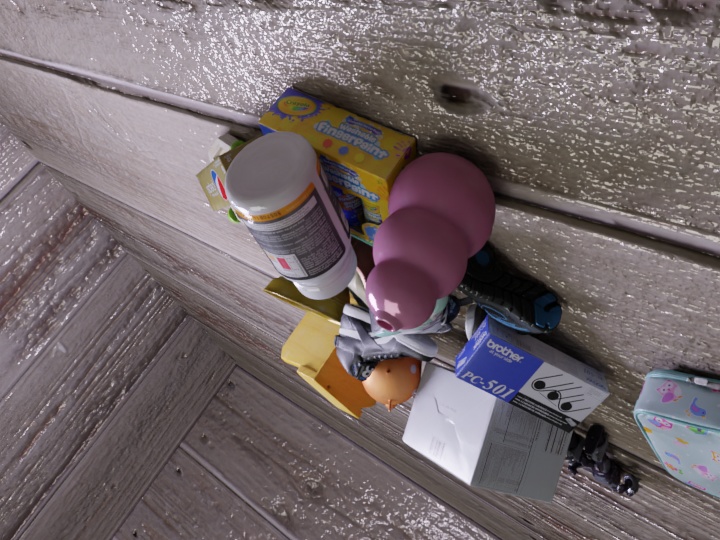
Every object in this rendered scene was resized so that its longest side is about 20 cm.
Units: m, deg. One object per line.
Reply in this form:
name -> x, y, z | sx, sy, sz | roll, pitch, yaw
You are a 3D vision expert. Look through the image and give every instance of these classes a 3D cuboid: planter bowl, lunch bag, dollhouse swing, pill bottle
planter bowl -> -0.082, 0.037, 1.082 | 0.195, 0.086, 0.201 | 22, 173, 3
lunch bag -> 0.427, 0.203, 0.698 | 0.158, 0.078, 0.201 | 11, 147, 52
dollhouse swing -> -0.040, 0.172, 1.219 | 0.181, 0.202, 0.175 | 42, 158, -17
pill bottle -> -0.076, -0.059, 0.710 | 0.114, 0.118, 0.202 | 22, 155, 32

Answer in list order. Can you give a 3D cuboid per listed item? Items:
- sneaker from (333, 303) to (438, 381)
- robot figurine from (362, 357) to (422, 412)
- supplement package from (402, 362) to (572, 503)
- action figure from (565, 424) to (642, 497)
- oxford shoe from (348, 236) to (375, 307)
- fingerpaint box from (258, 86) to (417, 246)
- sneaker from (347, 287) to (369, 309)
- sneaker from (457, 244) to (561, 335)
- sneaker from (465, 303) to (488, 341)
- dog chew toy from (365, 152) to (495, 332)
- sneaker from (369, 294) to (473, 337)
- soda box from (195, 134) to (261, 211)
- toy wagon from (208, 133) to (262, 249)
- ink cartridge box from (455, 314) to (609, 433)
sneaker -> 0.037, 0.139, 0.947 | 0.197, 0.115, 0.072 | 22, -172, 42
robot figurine -> 0.060, 0.168, 1.067 | 0.116, 0.144, 0.201 | 39, -157, -9
supplement package -> 0.215, 0.270, 0.973 | 0.196, 0.151, 0.190 | 22, 175, -29
action figure -> 0.422, 0.347, 1.024 | 0.128, 0.071, 0.200 | -3, 140, 46
oxford shoe -> 0.000, 0.000, 0.892 | 0.073, 0.071, 0.203 | -10, 118, 46
fingerpaint box -> -0.022, -0.124, 0.754 | 0.196, 0.074, 0.168 | 28, 157, 23
sneaker -> 0.003, 0.011, 1.008 | 0.088, 0.068, 0.203 | 26, 150, 21
sneaker -> 0.164, 0.024, 0.758 | 0.198, 0.074, 0.082 | 38, 159, 0
sneaker -> 0.234, 0.113, 0.864 | 0.081, 0.079, 0.199 | -20, 128, 42
dog chew toy -> 0.068, -0.027, 0.621 | 0.122, 0.203, 0.125 | 24, 157, 11
sneaker -> 0.106, 0.044, 0.797 | 0.136, 0.081, 0.199 | -1, 169, -22
soda box -> -0.181, -0.134, 0.826 | 0.065, 0.067, 0.199 | 63, 159, -12
toy wagon -> -0.197, -0.128, 0.989 | 0.204, 0.039, 0.154 | 60, 149, -6
ink cartridge box -> 0.241, 0.149, 0.817 | 0.196, 0.045, 0.095 | 26, 124, -7
